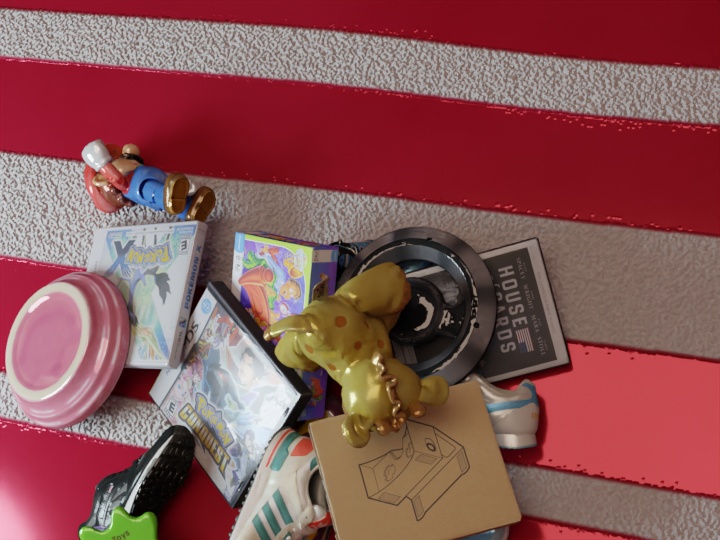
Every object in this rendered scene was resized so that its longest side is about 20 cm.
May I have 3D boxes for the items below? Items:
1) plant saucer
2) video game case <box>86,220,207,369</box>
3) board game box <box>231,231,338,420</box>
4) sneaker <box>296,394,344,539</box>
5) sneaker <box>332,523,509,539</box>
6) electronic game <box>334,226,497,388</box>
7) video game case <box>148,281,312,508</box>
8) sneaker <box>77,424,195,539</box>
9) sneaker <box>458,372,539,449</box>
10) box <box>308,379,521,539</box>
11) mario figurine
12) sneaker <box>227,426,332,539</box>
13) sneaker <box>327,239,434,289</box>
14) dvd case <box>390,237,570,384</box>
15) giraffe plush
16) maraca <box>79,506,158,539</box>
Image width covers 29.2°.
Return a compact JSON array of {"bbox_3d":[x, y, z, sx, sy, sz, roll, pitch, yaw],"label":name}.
[{"bbox_3d":[-0.375,0.094,1.727,0.199,0.051,0.203,-15,64,32],"label":"plant saucer"},{"bbox_3d":[-0.282,0.031,1.728,0.198,0.022,0.185,-2,71,40],"label":"video game case"},{"bbox_3d":[-0.095,0.062,1.631,0.134,0.044,0.203,11,99,42],"label":"board game box"},{"bbox_3d":[-0.058,0.239,1.605,0.074,0.090,0.202,6,75,17],"label":"sneaker"},{"bbox_3d":[0.061,0.287,1.536,0.197,0.131,0.081,-6,71,13],"label":"sneaker"},{"bbox_3d":[0.060,0.048,1.584,0.198,0.042,0.203,-5,74,17],"label":"electronic game"},{"bbox_3d":[-0.159,0.146,1.640,0.200,0.025,0.182,48,119,31],"label":"video game case"},{"bbox_3d":[-0.279,0.260,1.657,0.087,0.076,0.201,34,97,31],"label":"sneaker"},{"bbox_3d":[0.107,0.156,1.589,0.197,0.077,0.082,4,88,7],"label":"sneaker"},{"bbox_3d":[0.057,0.219,1.498,0.198,0.021,0.165,-13,68,-10],"label":"box"},{"bbox_3d":[-0.274,-0.125,1.760,0.199,0.124,0.106,17,48,37],"label":"mario figurine"},{"bbox_3d":[-0.081,0.279,1.516,0.092,0.070,0.202,17,81,22],"label":"sneaker"},{"bbox_3d":[0.000,0.000,1.662,0.198,0.090,0.079,-16,68,10],"label":"sneaker"},{"bbox_3d":[0.131,0.060,1.618,0.198,0.025,0.152,-15,90,11],"label":"dvd case"},{"bbox_3d":[0.007,0.100,1.466,0.172,0.200,0.163,-34,77,4],"label":"giraffe plush"},{"bbox_3d":[-0.252,0.373,1.597,0.136,0.107,0.201,-30,90,-2],"label":"maraca"}]
